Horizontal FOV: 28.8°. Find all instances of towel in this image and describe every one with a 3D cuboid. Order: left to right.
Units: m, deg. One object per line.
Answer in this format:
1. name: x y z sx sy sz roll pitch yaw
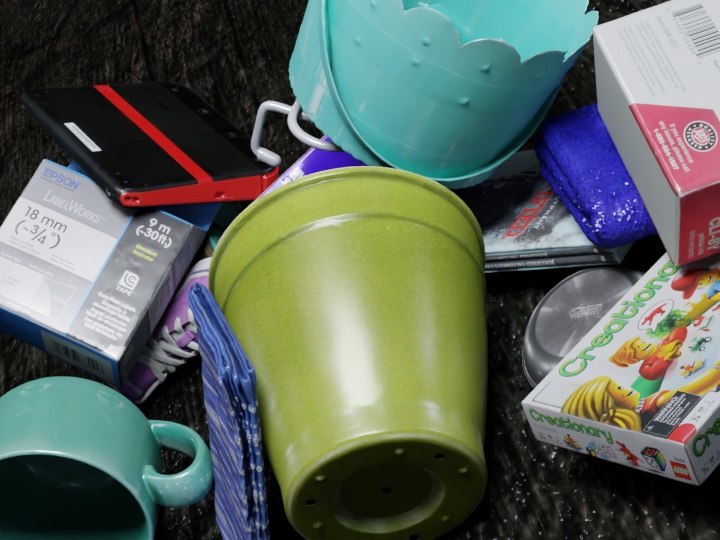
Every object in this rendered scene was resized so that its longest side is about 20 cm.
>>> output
1. towel: -0.090 0.124 0.943 0.024 0.203 0.145 -10 25 -15
2. towel: 0.228 -0.093 0.965 0.198 0.050 0.148 -21 31 -2

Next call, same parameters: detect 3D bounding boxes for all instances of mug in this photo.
1. mug: -0.212 0.162 1.072 0.115 0.182 0.153 -91 20 -57

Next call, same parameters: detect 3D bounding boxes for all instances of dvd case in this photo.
1. dvd case: 0.140 -0.050 1.053 0.198 0.022 0.146 -2 36 44

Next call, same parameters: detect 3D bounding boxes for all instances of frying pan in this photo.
1. frying pan: 0.178 0.009 0.960 0.114 0.031 0.191 12 60 50

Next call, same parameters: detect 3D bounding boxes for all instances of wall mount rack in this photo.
1. wall mount rack: 0.016 -0.112 1.085 0.172 0.075 0.201 19 38 5

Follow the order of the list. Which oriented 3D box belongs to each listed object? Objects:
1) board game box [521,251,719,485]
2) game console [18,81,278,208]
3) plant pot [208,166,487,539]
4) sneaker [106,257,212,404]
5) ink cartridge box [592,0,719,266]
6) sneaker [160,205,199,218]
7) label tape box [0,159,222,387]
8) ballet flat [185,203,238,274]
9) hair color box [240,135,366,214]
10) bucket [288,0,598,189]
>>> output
1. board game box: 0.206 0.040 0.844 0.200 0.035 0.125 -42 29 -27
2. game console: -0.184 -0.112 1.238 0.175 0.031 0.200 -11 37 -38
3. plant pot: 0.004 0.071 0.924 0.199 0.200 0.195 -28 44 17
4. sneaker: -0.154 0.062 1.202 0.199 0.073 0.115 -21 34 47
5. ink cartridge box: 0.263 -0.108 0.877 0.197 0.084 0.146 -19 54 0
6. sneaker: -0.186 -0.040 1.243 0.087 0.076 0.201 -17 36 33
7. label tape box: -0.217 -0.025 1.169 0.143 0.063 0.202 23 64 6
8. ballet flat: -0.138 -0.014 1.293 0.073 0.067 0.200 -54 28 14
9. hair color box: -0.011 -0.086 1.201 0.200 0.065 0.109 -45 -2 -8
10. bucket: 0.052 -0.166 0.999 0.209 0.205 0.136 -85 19 -50
